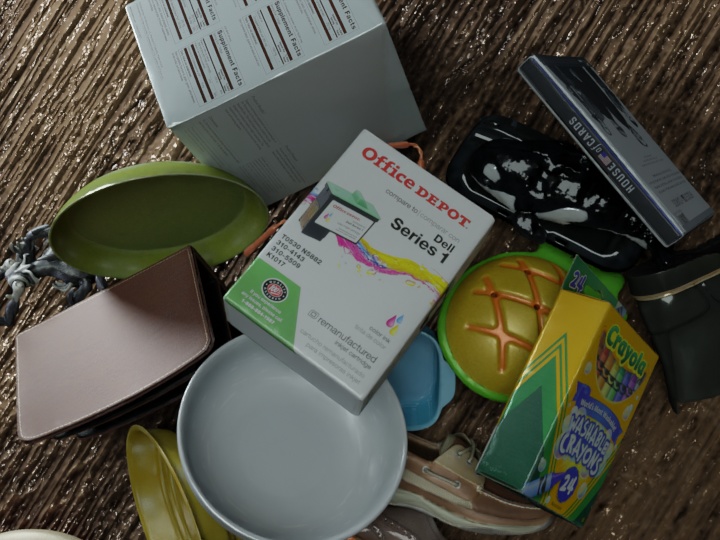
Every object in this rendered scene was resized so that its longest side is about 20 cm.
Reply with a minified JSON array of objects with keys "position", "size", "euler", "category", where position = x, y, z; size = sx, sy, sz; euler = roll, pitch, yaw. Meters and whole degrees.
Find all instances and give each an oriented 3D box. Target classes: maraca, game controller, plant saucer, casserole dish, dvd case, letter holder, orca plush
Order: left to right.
[{"position":[-0.213,0.094,0.881],"size":[0.200,0.101,0.142],"euler":[-27,46,6],"category":"letter holder"},{"position":[-0.186,-0.048,0.859],"size":[0.200,0.200,0.031],"euler":[-17,66,7],"category":"plant saucer"},{"position":[-0.007,0.090,0.887],"size":[0.200,0.039,0.121],"euler":[5,120,11],"category":"casserole dish"},{"position":[0.161,0.039,0.858],"size":[0.200,0.107,0.137],"euler":[-33,81,-22],"category":"maraca"},{"position":[0.183,-0.076,0.886],"size":[0.200,0.042,0.104],"euler":[28,71,12],"category":"game controller"},{"position":[0.192,-0.070,0.822],"size":[0.200,0.071,0.105],"euler":[39,73,14],"category":"orca plush"},{"position":[0.236,-0.114,0.839],"size":[0.025,0.150,0.200],"euler":[-42,78,29],"category":"dvd case"}]

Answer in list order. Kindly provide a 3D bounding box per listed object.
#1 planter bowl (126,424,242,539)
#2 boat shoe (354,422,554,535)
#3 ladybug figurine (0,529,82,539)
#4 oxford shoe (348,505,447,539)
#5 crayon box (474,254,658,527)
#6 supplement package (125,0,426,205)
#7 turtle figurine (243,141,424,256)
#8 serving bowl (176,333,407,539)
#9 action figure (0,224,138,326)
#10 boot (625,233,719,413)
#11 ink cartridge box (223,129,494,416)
[{"position":[-0.145,0.227,0.871],"size":[0.083,0.200,0.201],"euler":[-18,79,-29],"category":"planter bowl"},{"position":[0.085,0.189,0.857],"size":[0.200,0.076,0.072],"euler":[13,99,5],"category":"boat shoe"},{"position":[-0.328,0.324,0.919],"size":[0.200,0.072,0.136],"euler":[-6,83,8],"category":"ladybug figurine"},{"position":[0.026,0.245,0.880],"size":[0.200,0.071,0.073],"euler":[33,74,4],"category":"oxford shoe"},{"position":[0.186,0.104,0.786],"size":[0.052,0.126,0.200],"euler":[18,77,42],"category":"crayon box"},{"position":[-0.071,-0.186,0.861],"size":[0.200,0.191,0.147],"euler":[-25,67,5],"category":"supplement package"},{"position":[0.001,-0.020,0.907],"size":[0.200,0.064,0.161],"euler":[-31,87,-4],"category":"turtle figurine"},{"position":[-0.063,0.152,0.813],"size":[0.200,0.066,0.200],"euler":[8,57,-13],"category":"serving bowl"},{"position":[-0.328,0.012,0.943],"size":[0.200,0.102,0.119],"euler":[-18,71,-19],"category":"action figure"},{"position":[0.354,0.037,0.852],"size":[0.200,0.077,0.139],"euler":[-17,99,1],"category":"boot"},{"position":[0.000,0.000,0.805],"size":[0.145,0.084,0.200],"euler":[36,72,8],"category":"ink cartridge box"}]
